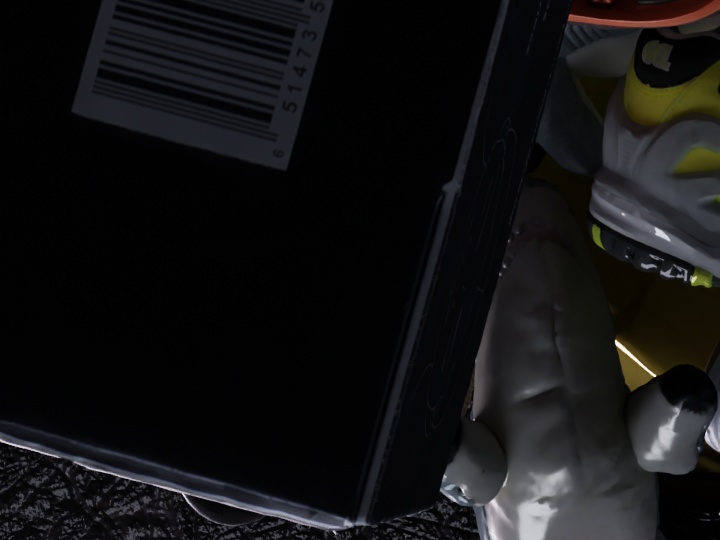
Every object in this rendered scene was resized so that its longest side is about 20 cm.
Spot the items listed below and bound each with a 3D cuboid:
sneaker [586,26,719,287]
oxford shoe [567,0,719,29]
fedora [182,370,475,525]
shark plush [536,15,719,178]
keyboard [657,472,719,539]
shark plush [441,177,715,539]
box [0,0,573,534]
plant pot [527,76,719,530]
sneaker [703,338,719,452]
[{"bbox_3d":[0.157,-0.054,0.898,0.200,0.077,0.075,-19,-144,-38],"label":"sneaker"},{"bbox_3d":[0.023,-0.101,0.853,0.199,0.071,0.073,13,-177,18],"label":"oxford shoe"},{"bbox_3d":[0.000,0.000,0.969,0.090,0.177,0.200,12,138,17],"label":"fedora"},{"bbox_3d":[0.031,-0.116,0.922,0.200,0.091,0.083,29,154,4],"label":"shark plush"},{"bbox_3d":[0.123,0.089,1.031,0.200,0.040,0.104,20,-177,41],"label":"keyboard"},{"bbox_3d":[0.072,0.068,0.948,0.091,0.083,0.200,-19,132,2],"label":"shark plush"},{"bbox_3d":[-0.019,-0.048,0.708,0.124,0.201,0.197,15,178,8],"label":"box"},{"bbox_3d":[0.150,-0.004,1.060,0.176,0.200,0.200,28,169,-25],"label":"plant pot"},{"bbox_3d":[0.212,0.024,0.921,0.200,0.071,0.112,-28,-135,-18],"label":"sneaker"}]
